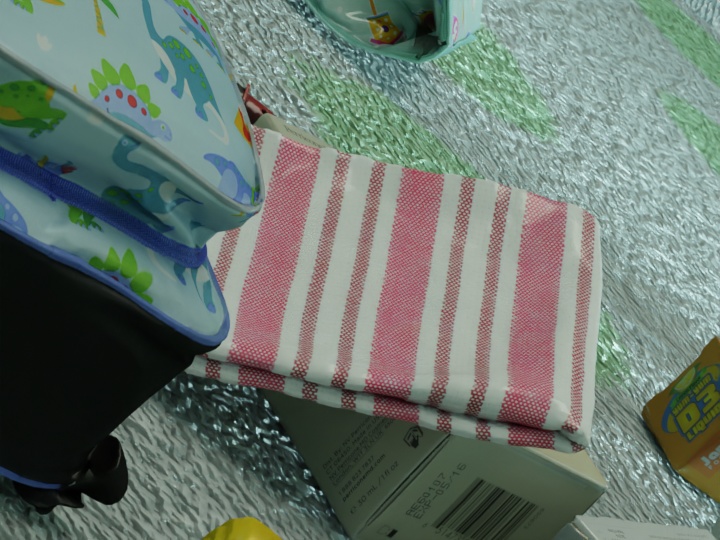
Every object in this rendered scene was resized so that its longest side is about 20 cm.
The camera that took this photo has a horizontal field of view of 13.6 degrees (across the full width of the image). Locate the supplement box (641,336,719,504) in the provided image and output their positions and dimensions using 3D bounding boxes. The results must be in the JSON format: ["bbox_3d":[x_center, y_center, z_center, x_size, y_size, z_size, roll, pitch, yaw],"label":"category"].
[{"bbox_3d":[0.251,0.120,1.687,0.200,0.067,0.069,35,19,-28],"label":"supplement box"}]

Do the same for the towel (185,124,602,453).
[{"bbox_3d":[0.000,0.000,1.185,0.199,0.030,0.147,13,38,-4],"label":"towel"}]

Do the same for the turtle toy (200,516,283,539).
[{"bbox_3d":[-0.015,0.149,0.811,0.146,0.101,0.200,42,14,-7],"label":"turtle toy"}]

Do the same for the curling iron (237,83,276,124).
[{"bbox_3d":[-0.056,-0.075,1.487,0.200,0.026,0.050,40,12,-13],"label":"curling iron"}]

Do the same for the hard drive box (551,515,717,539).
[{"bbox_3d":[0.149,0.195,1.173,0.200,0.077,0.156,49,16,23],"label":"hard drive box"}]

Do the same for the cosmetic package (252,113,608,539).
[{"bbox_3d":[0.008,0.035,1.260,0.103,0.073,0.200,27,22,-46],"label":"cosmetic package"}]

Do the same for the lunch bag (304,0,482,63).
[{"bbox_3d":[0.006,-0.220,1.889,0.200,0.122,0.170,51,12,-2],"label":"lunch bag"}]

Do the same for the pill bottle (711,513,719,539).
[{"bbox_3d":[0.239,0.135,1.524,0.110,0.110,0.200,45,15,6],"label":"pill bottle"}]

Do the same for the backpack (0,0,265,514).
[{"bbox_3d":[-0.131,-0.056,0.966,0.183,0.147,0.200,30,23,-42],"label":"backpack"}]
